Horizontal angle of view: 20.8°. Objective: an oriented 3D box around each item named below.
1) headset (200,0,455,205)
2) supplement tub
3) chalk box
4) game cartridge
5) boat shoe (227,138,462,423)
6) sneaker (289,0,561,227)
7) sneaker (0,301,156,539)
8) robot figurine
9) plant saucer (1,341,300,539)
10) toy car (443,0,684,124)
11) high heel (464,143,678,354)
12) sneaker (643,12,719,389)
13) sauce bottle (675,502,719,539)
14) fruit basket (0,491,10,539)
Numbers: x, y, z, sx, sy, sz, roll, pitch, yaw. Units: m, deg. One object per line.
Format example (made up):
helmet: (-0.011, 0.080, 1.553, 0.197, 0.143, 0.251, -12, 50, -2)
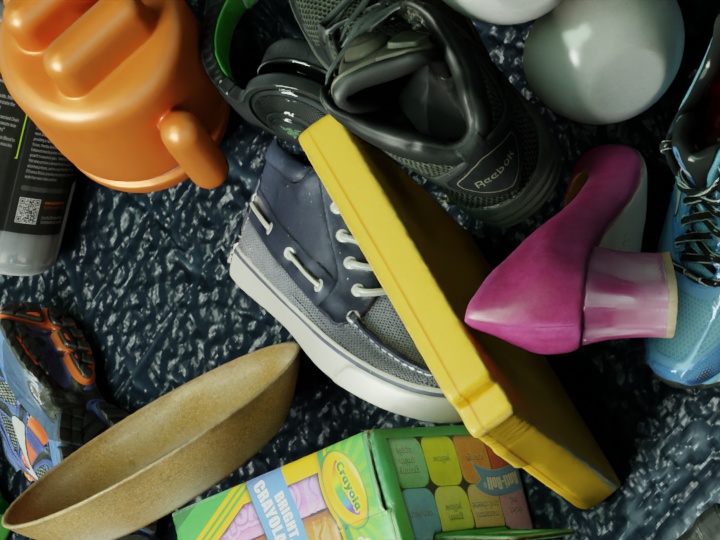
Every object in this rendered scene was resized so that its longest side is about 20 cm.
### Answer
headset: (-0.003, -0.112, 1.114, 0.124, 0.094, 0.200, -45, 54, -6)
supplement tub: (-0.237, -0.107, 1.288, 0.122, 0.122, 0.202, 23, 101, 39)
chalk box: (0.018, 0.156, 1.050, 0.199, 0.124, 0.125, -26, 71, 35)
game cartridge: (0.052, 0.026, 0.983, 0.032, 0.200, 0.177, -35, 63, 11)
boat shoe: (0.000, 0.000, 1.103, 0.200, 0.074, 0.093, 36, 121, 37)
sneaker: (0.012, -0.113, 0.953, 0.076, 0.114, 0.200, -41, 55, 10)
sneaker: (-0.189, 0.115, 1.275, 0.079, 0.075, 0.201, -58, 48, 37)
robot figurine: (-0.144, -0.118, 1.170, 0.143, 0.200, 0.118, 7, 73, 13)
plant saucer: (-0.113, 0.108, 1.139, 0.199, 0.200, 0.036, -23, 100, 37)
toy car: (0.102, -0.187, 0.969, 0.150, 0.200, 0.175, -40, 41, 12)
high heel: (0.094, -0.014, 0.957, 0.200, 0.095, 0.068, -90, 1, -62)
sneaker: (0.169, -0.041, 0.955, 0.078, 0.090, 0.202, 20, 101, 40)
sauce bottle: (0.117, 0.195, 0.984, 0.200, 0.065, 0.065, -41, 61, 13)
fruit basket: (-0.355, 0.199, 1.315, 0.156, 0.215, 0.216, 50, 117, 31)
